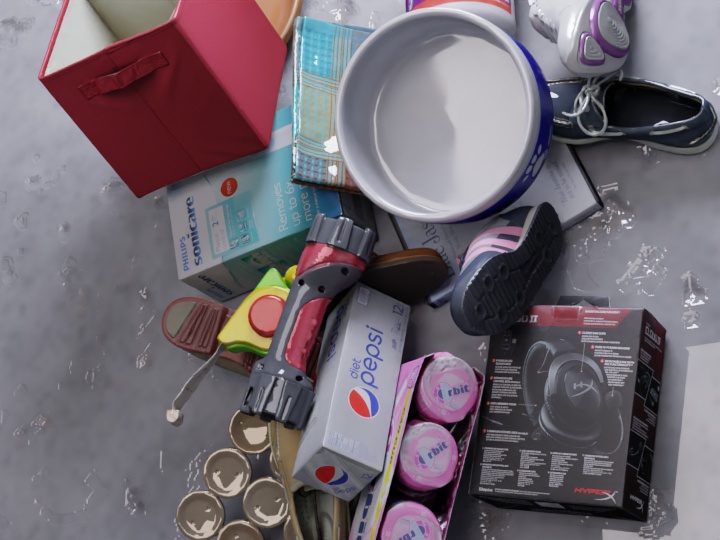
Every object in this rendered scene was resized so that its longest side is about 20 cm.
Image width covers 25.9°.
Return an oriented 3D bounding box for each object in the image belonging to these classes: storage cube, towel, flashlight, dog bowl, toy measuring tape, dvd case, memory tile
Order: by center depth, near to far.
[{"bbox_3d":[-0.045,0.050,1.474,0.068,0.068,0.201,-2,66,57],"label":"flashlight"},{"bbox_3d":[0.080,-0.144,1.485,0.199,0.079,0.201,-1,89,23],"label":"dog bowl"},{"bbox_3d":[-0.106,0.082,1.524,0.073,0.074,0.200,31,80,33],"label":"toy measuring tape"},{"bbox_3d":[-0.077,0.206,1.535,0.153,0.017,0.201,33,90,8],"label":"memory tile"},{"bbox_3d":[0.126,-0.071,1.556,0.199,0.018,0.143,-32,61,15],"label":"dvd case"},{"bbox_3d":[0.000,-0.166,1.592,0.146,0.022,0.201,8,61,-14],"label":"towel"},{"bbox_3d":[-0.197,-0.216,1.613,0.170,0.180,0.201,-19,39,23],"label":"storage cube"}]

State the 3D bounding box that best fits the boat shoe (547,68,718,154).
[{"bbox_3d":[0.240,-0.155,1.491,0.199,0.062,0.075,16,74,27],"label":"boat shoe"}]

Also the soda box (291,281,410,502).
[{"bbox_3d":[-0.007,0.113,1.479,0.068,0.063,0.201,-49,22,46],"label":"soda box"}]

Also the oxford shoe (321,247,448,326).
[{"bbox_3d":[0.000,0.000,1.562,0.199,0.071,0.072,-13,51,32],"label":"oxford shoe"}]

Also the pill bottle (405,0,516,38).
[{"bbox_3d":[0.099,-0.317,1.602,0.112,0.112,0.201,-11,67,24],"label":"pill bottle"}]

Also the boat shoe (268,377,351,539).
[{"bbox_3d":[-0.045,0.196,1.486,0.071,0.076,0.201,-16,83,5],"label":"boat shoe"}]

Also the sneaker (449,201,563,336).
[{"bbox_3d":[0.117,0.005,1.437,0.082,0.200,0.070,-10,110,35],"label":"sneaker"}]

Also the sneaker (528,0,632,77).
[{"bbox_3d":[0.208,-0.234,1.509,0.099,0.075,0.200,-21,25,28],"label":"sneaker"}]

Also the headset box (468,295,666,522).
[{"bbox_3d":[0.190,0.118,1.420,0.148,0.077,0.201,0,72,28],"label":"headset box"}]

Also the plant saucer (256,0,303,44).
[{"bbox_3d":[-0.147,-0.294,1.771,0.199,0.037,0.201,-10,68,26],"label":"plant saucer"}]

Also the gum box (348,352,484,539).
[{"bbox_3d":[0.052,0.177,1.443,0.066,0.113,0.201,17,79,-8],"label":"gum box"}]

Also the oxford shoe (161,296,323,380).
[{"bbox_3d":[-0.103,0.080,1.599,0.199,0.075,0.071,23,79,12],"label":"oxford shoe"}]

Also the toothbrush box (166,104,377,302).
[{"bbox_3d":[-0.097,-0.074,1.638,0.199,0.085,0.147,-21,63,22],"label":"toothbrush box"}]
